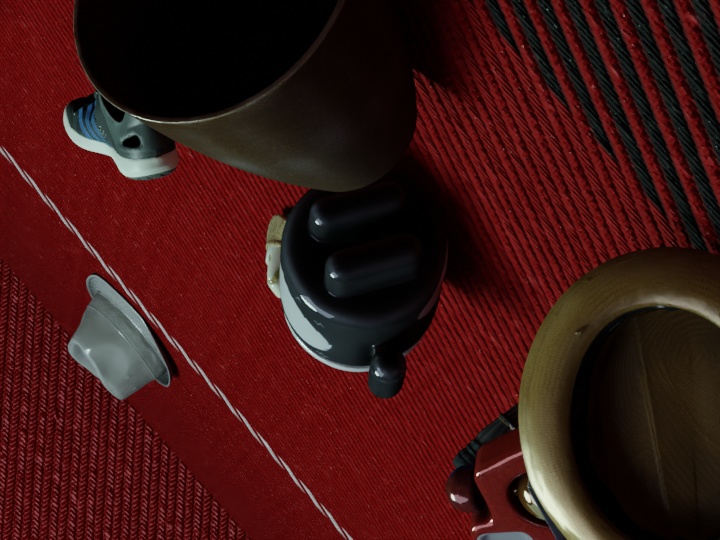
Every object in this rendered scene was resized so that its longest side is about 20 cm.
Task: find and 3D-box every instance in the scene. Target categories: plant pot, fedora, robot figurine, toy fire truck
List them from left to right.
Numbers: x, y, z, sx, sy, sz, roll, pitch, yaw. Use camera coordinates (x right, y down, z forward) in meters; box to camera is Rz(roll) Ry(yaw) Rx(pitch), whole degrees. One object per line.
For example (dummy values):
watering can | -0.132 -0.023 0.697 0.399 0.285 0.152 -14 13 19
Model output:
fedora | -0.342 0.107 3.087 0.177 0.090 0.200 42 165 22
plant pot | -0.044 -0.132 1.379 0.187 0.187 0.200 39 178 35
robot figurine | -0.001 0.002 1.656 0.124 0.151 0.200 22 163 5
toy fire truck | 0.149 0.170 1.518 0.167 0.113 0.200 -8 135 22
fedora | 0.188 0.085 1.297 0.201 0.201 0.082 44 -158 18

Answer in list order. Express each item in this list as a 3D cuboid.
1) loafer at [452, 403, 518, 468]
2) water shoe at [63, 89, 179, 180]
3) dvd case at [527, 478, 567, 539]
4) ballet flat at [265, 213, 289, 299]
loafer | 0.155 0.163 1.740 0.073 0.072 0.200 42 -174 39
water shoe | -0.223 -0.148 2.110 0.200 0.071 0.079 32 131 54
dvd case | 0.221 0.165 1.395 0.199 0.016 0.149 -9 134 25
ballet flat | -0.045 0.000 1.920 0.071 0.065 0.200 55 165 -25
